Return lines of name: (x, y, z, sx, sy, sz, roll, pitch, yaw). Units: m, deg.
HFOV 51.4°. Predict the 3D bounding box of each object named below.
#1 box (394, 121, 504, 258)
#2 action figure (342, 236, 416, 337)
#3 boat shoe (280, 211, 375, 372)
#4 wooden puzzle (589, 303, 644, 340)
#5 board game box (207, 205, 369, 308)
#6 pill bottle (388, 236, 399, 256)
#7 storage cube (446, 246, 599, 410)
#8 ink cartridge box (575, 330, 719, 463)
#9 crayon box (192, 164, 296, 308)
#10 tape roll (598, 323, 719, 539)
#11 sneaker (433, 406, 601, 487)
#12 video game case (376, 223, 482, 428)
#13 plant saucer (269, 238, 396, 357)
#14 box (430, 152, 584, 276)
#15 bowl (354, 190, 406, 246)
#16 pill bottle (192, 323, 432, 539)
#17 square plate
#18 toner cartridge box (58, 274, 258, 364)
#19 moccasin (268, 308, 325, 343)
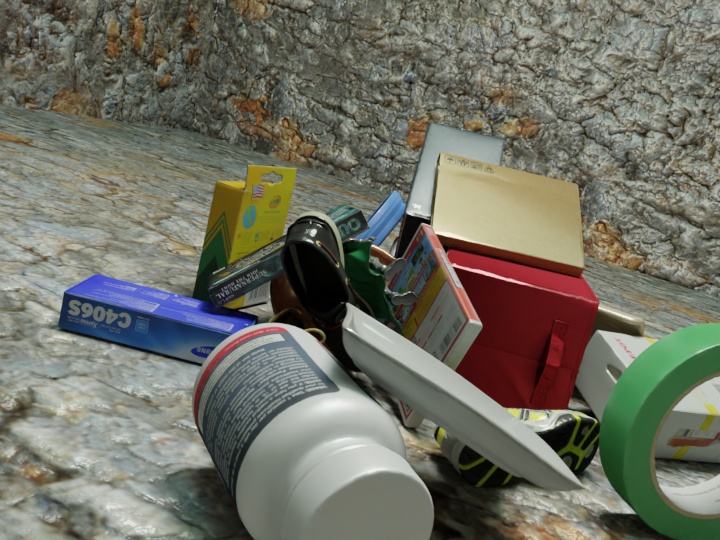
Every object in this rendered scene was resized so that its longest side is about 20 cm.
box: (0.125, -0.074, 1.114, 0.123, 0.197, 0.201, 13, 51, 5)
action figure: (0.000, 0.000, 0.905, 0.054, 0.119, 0.200, -22, 19, -19)
boat shoe: (-0.035, 0.036, 0.831, 0.073, 0.202, 0.063, -8, 30, 22)
wooden puzzle: (0.314, 0.089, 1.074, 0.184, 0.046, 0.201, 22, -31, 31)
board game box: (-0.092, -0.021, 0.909, 0.199, 0.028, 0.135, -28, 11, -6)
pill bottle: (0.138, 0.026, 1.239, 0.199, 0.120, 0.120, 17, 12, 7)
storage cube: (0.173, 0.077, 0.927, 0.179, 0.172, 0.200, 15, 12, 5)
ink cartridge box: (0.387, 0.159, 0.941, 0.199, 0.084, 0.145, 10, 30, -23)
crayon box: (-0.157, -0.051, 1.029, 0.051, 0.201, 0.127, 20, 12, 23)
tape roll: (0.323, 0.151, 0.692, 0.199, 0.202, 0.048, 12, 12, -14)
sneaker: (0.163, 0.163, 0.750, 0.199, 0.076, 0.076, 8, 15, -33)
video game case: (0.066, 0.055, 0.834, 0.017, 0.144, 0.200, 17, 28, -22)
plant saucer: (-0.021, 0.040, 0.980, 0.199, 0.038, 0.201, 7, 47, -7)
box: (0.192, -0.077, 0.982, 0.199, 0.021, 0.164, 13, 48, -2)
bowl: (0.006, -0.047, 1.252, 0.039, 0.201, 0.201, 40, 11, -3)
pill bottle: (-0.038, 0.127, 0.523, 0.119, 0.120, 0.200, 8, 14, -28)
square plate: (0.064, 0.097, 0.597, 0.199, 0.029, 0.198, 35, 1, -2)
toner cartridge box: (-0.221, 0.057, 0.838, 0.199, 0.043, 0.095, 15, 12, -2)
moccasin: (-0.078, 0.087, 0.788, 0.073, 0.078, 0.201, 15, 12, 0)
